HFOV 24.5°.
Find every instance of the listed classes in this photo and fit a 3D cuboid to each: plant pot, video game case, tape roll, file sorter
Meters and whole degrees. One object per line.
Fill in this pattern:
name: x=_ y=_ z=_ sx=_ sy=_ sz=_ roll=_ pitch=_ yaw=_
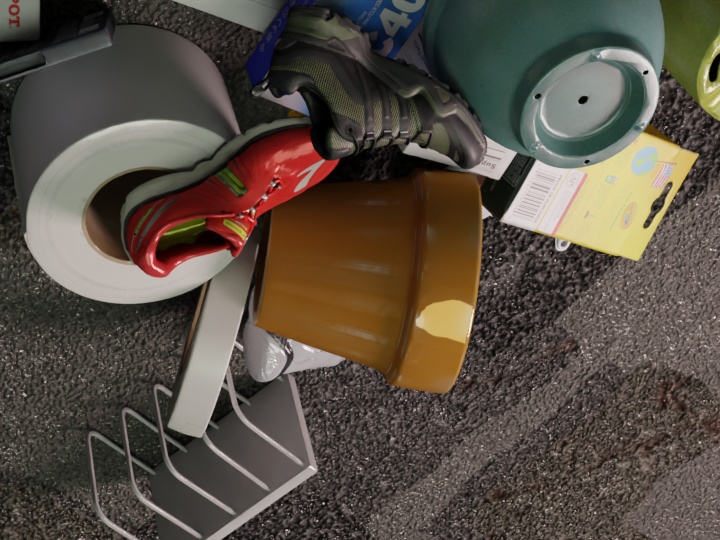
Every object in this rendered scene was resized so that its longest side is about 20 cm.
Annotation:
plant pot: x=0.000 y=0.000 z=1.494 sx=0.181 sy=0.201 sz=0.202 roll=7 pitch=131 yaw=-7
plant pot: x=0.163 y=-0.168 z=1.335 sx=0.198 sy=0.135 sz=0.202 roll=-11 pitch=135 yaw=-11
video game case: x=-0.294 y=-0.166 z=1.333 sx=0.198 sy=0.143 sz=0.019 roll=-19 pitch=106 yaw=-2
tape roll: x=-0.197 y=-0.090 z=1.434 sx=0.200 sy=0.140 sz=0.204 roll=-11 pitch=135 yaw=-11
tape roll: x=-0.138 y=0.052 z=1.545 sx=0.037 sy=0.204 sz=0.204 roll=17 pitch=127 yaw=-8
file sorter: x=-0.168 y=0.183 z=1.704 sx=0.199 sy=0.139 sz=0.124 roll=-36 pitch=130 yaw=15
plant pot: x=0.320 y=-0.233 z=1.451 sx=0.198 sy=0.185 sz=0.202 roll=-10 pitch=135 yaw=-10

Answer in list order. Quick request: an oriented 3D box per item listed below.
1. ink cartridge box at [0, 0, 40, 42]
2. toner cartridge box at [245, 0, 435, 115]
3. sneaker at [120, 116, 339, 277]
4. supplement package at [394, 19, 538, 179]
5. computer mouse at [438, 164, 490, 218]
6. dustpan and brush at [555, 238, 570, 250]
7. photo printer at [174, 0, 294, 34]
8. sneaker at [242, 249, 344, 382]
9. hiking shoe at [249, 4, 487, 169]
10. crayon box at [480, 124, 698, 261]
ink cartridge box: x=-0.345 y=-0.253 z=1.267 sx=0.198 sy=0.084 sz=0.145 roll=-5 pitch=132 yaw=-16
toner cartridge box: x=-0.002 y=-0.216 z=1.353 sx=0.094 sy=0.043 sz=0.201 roll=19 pitch=123 yaw=-32
sneaker: x=-0.099 y=-0.051 z=1.347 sx=0.199 sy=0.085 sz=0.077 roll=-28 pitch=135 yaw=3
supplement package: x=0.112 y=-0.199 z=1.461 sx=0.113 sy=0.110 sz=0.201 roll=13 pitch=126 yaw=-30
computer mouse: x=0.093 y=-0.071 z=1.591 sx=0.109 sy=0.044 sz=0.200 roll=35 pitch=122 yaw=-21
dustpan and brush: x=0.208 y=-0.111 z=1.613 sx=0.138 sy=0.058 sz=0.201 roll=-5 pitch=133 yaw=-16
photo printer: x=-0.059 y=-0.273 z=1.360 sx=0.198 sy=0.070 sz=0.167 roll=15 pitch=125 yaw=-31
sneaker: x=-0.044 y=0.022 z=1.644 sx=0.114 sy=0.075 sz=0.201 roll=-3 pitch=129 yaw=-28
hiking shoe: x=0.007 y=-0.123 z=1.321 sx=0.199 sy=0.076 sz=0.101 roll=32 pitch=84 yaw=-16
crayon box: x=0.216 y=-0.089 z=1.567 sx=0.199 sy=0.051 sz=0.128 roll=15 pitch=111 yaw=-40
